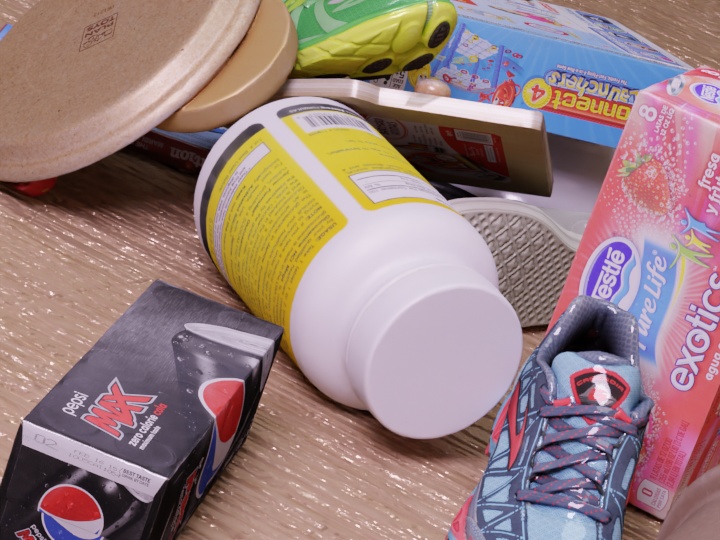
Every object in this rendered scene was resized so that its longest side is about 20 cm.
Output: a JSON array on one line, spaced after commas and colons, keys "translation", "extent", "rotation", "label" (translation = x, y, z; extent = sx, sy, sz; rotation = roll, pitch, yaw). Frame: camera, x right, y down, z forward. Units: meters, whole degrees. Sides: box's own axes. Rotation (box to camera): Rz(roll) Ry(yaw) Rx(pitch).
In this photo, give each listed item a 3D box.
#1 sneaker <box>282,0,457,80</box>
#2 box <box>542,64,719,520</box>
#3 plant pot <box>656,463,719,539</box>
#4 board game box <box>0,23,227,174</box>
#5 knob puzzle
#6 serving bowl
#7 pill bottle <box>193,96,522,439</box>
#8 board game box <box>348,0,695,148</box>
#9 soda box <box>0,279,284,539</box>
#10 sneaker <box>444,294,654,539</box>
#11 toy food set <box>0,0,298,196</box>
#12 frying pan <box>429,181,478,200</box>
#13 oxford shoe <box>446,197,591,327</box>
[{"translation": [-0.023, -0.146, 1.532], "extent": [0.074, 0.084, 0.200], "rotation": [-1, 1, -36], "label": "sneaker"}, {"translation": [0.163, 0.009, 1.396], "extent": [0.095, 0.200, 0.103], "rotation": [27, 22, 19], "label": "box"}, {"translation": [0.131, 0.172, 1.004], "extent": [0.174, 0.201, 0.200], "rotation": [-15, 36, -31], "label": "plant pot"}, {"translation": [-0.132, -0.095, 1.663], "extent": [0.200, 0.019, 0.103], "rotation": [19, 22, 0], "label": "board game box"}, {"translation": [0.008, -0.087, 1.549], "extent": [0.219, 0.031, 0.220], "rotation": [10, -9, 1], "label": "knob puzzle"}, {"translation": [0.113, -0.069, 1.750], "extent": [0.200, 0.066, 0.200], "rotation": [18, 19, -6], "label": "serving bowl"}, {"translation": [0.000, 0.000, 1.400], "extent": [0.112, 0.113, 0.200], "rotation": [7, 23, -30], "label": "pill bottle"}, {"translation": [0.082, -0.131, 1.669], "extent": [0.196, 0.056, 0.200], "rotation": [12, 12, -12], "label": "board game box"}, {"translation": [-0.094, 0.070, 1.207], "extent": [0.071, 0.063, 0.200], "rotation": [21, 21, 5], "label": "soda box"}, {"translation": [0.091, 0.081, 1.272], "extent": [0.079, 0.096, 0.200], "rotation": [16, 33, -3], "label": "sneaker"}, {"translation": [-0.131, -0.116, 1.524], "extent": [0.049, 0.200, 0.198], "rotation": [54, 9, -32], "label": "toy food set"}, {"translation": [0.039, -0.015, 1.587], "extent": [0.115, 0.031, 0.190], "rotation": [10, 23, -16], "label": "frying pan"}, {"translation": [0.090, -0.008, 1.561], "extent": [0.200, 0.075, 0.058], "rotation": [7, 27, -47], "label": "oxford shoe"}]
